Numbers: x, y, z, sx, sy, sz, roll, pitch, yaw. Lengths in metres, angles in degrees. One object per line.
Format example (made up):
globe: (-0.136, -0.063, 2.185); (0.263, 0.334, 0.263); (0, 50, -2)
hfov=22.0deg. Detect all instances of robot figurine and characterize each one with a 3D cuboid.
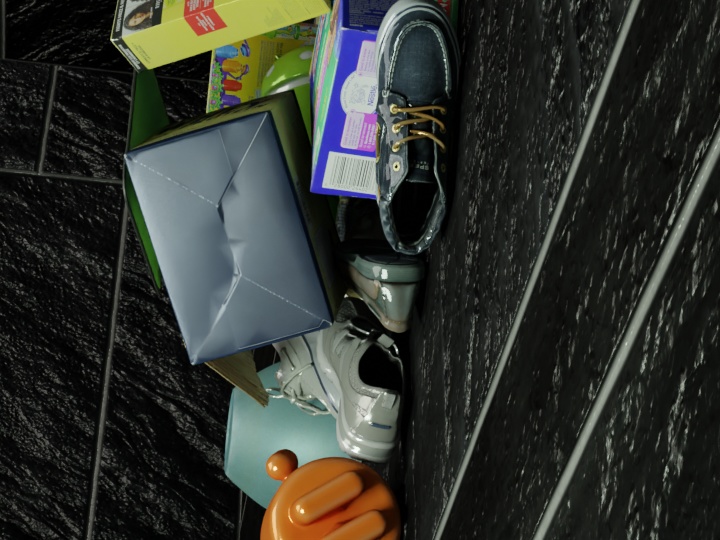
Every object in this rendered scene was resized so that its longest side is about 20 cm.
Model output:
robot figurine: (-0.029, 0.227, 1.625); (0.200, 0.144, 0.117); (115, 177, -71)
robot figurine: (-0.036, -0.140, 1.881); (0.116, 0.175, 0.200); (16, -121, -62)

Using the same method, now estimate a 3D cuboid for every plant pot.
plant pot: (-0.074, 0.178, 1.984); (0.200, 0.135, 0.200); (-175, 90, -83)

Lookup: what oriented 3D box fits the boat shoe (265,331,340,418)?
boat shoe: (-0.057, 0.106, 1.878); (0.086, 0.075, 0.202); (-44, 43, 10)

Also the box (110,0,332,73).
box: (-0.121, -0.241, 1.637); (0.050, 0.200, 0.075); (51, -145, -46)

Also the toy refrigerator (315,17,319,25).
toy refrigerator: (-0.003, -0.291, 2.044); (0.200, 0.076, 0.070); (140, 135, -82)

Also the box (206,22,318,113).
box: (-0.072, -0.157, 2.005); (0.122, 0.193, 0.200); (129, 146, -80)

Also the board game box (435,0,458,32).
board game box: (0.055, -0.187, 1.645); (0.200, 0.029, 0.135); (117, 159, -73)

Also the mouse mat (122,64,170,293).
mouse mat: (-0.195, -0.099, 1.710); (0.161, 0.008, 0.200); (79, -170, -52)

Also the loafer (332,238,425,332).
loafer: (0.014, 0.011, 1.666); (0.200, 0.072, 0.063); (-136, 46, -79)

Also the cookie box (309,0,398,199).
cookie box: (0.002, -0.188, 1.638); (0.200, 0.075, 0.171); (-91, 11, -53)

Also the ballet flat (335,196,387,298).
ballet flat: (0.000, 0.000, 1.822); (0.074, 0.074, 0.200); (-93, 8, -54)

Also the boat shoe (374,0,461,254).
boat shoe: (0.048, -0.115, 1.498); (0.091, 0.071, 0.200); (-98, 8, -60)

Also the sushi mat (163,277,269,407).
sushi mat: (-0.137, 0.064, 1.781); (0.096, 0.012, 0.200); (69, -170, 25)

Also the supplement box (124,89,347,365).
supplement box: (-0.105, -0.045, 1.692); (0.200, 0.134, 0.200); (-67, -38, -78)

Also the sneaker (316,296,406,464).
sneaker: (0.013, 0.082, 1.662); (0.200, 0.075, 0.082); (-106, 33, -52)
